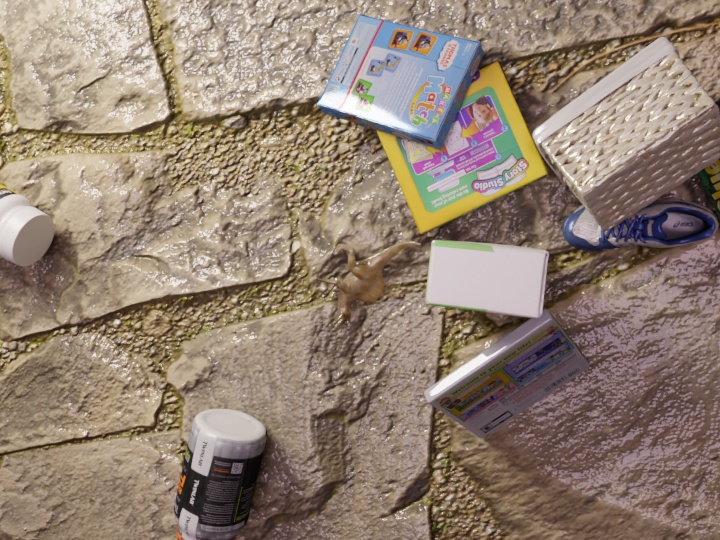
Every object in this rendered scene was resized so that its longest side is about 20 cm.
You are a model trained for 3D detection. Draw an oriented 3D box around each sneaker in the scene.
[{"bbox_3d":[0.379,-0.066,0.905,0.197,0.088,0.077,-5,95,14],"label":"sneaker"}]

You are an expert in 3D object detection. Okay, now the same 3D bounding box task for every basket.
[{"bbox_3d":[0.348,-0.166,0.852,0.199,0.135,0.124,-36,53,18],"label":"basket"}]

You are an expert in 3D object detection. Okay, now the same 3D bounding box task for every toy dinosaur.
[{"bbox_3d":[0.000,0.000,1.022,0.101,0.058,0.201,37,110,-8],"label":"toy dinosaur"}]

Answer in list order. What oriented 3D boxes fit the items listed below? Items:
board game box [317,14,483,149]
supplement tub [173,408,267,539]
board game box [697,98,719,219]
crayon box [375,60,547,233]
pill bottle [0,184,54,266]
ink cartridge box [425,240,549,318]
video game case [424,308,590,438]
[{"bbox_3d":[0.054,-0.271,0.943,0.198,0.037,0.153,23,85,27],"label":"board game box"},{"bbox_3d":[-0.226,0.335,1.056,0.121,0.122,0.203,15,97,11],"label":"supplement tub"},{"bbox_3d":[0.502,-0.127,0.864,0.105,0.023,0.202,-34,75,50],"label":"board game box"},{"bbox_3d":[0.145,-0.174,0.963,0.198,0.058,0.175,-24,90,14],"label":"crayon box"},{"bbox_3d":[-0.628,-0.092,1.116,0.198,0.114,0.116,25,100,9],"label":"pill bottle"},{"bbox_3d":[0.172,0.006,0.900,0.143,0.200,0.085,6,94,12],"label":"ink cartridge box"},{"bbox_3d":[0.210,0.151,0.928,0.199,0.182,0.022,-37,48,13],"label":"video game case"}]
